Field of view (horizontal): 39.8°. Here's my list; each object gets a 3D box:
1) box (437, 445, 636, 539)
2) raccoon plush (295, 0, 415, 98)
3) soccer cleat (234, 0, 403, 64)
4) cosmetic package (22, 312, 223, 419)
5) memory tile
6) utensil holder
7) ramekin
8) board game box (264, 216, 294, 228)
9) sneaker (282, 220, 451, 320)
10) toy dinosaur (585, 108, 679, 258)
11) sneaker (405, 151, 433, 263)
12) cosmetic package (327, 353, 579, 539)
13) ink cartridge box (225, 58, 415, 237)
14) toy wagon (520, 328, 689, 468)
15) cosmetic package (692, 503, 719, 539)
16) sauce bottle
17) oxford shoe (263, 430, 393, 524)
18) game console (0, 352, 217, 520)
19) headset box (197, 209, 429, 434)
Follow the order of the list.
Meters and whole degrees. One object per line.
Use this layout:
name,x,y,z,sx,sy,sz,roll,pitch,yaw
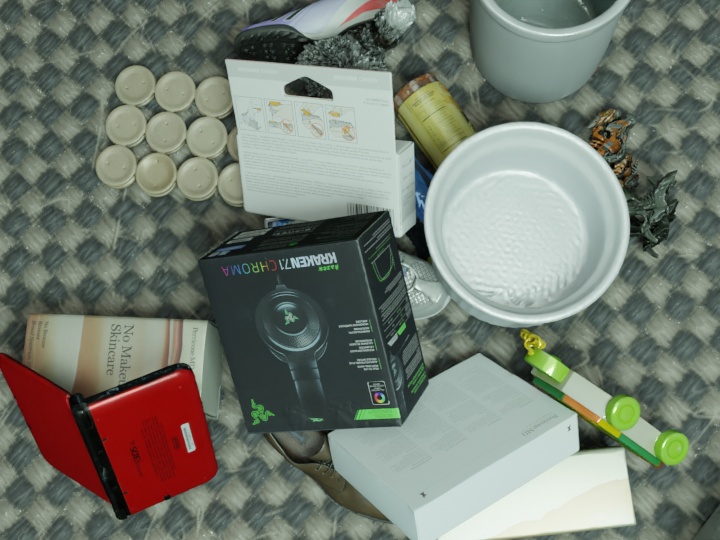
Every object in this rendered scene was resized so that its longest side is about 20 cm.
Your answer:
box,0.170,0.230,1.019,0.198,0.095,0.078,-8,80,5
raccoon plush,-0.007,-0.188,1.078,0.096,0.200,0.135,-4,76,-23
soccer cleat,-0.049,-0.283,1.159,0.198,0.068,0.074,-9,55,7
cosmetic package,-0.256,0.104,1.081,0.198,0.087,0.104,1,78,5
memory tile,-0.203,-0.157,1.164,0.198,0.017,0.155,9,80,6
utensil holder,0.197,-0.286,1.063,0.168,0.200,0.172,-1,78,4
ramekin,0.160,-0.038,1.001,0.199,0.098,0.202,0,77,0
board game box,-0.033,0.033,1.103,0.125,0.035,0.202,-8,78,2
sneaker,0.000,0.000,1.047,0.198,0.082,0.075,16,80,6
toy dinosaur,0.271,-0.074,1.086,0.135,0.102,0.202,16,99,23
sneaker,0.089,-0.053,1.096,0.078,0.066,0.201,-34,85,-27
cosmetic package,0.091,0.169,0.979,0.199,0.151,0.052,-24,119,-25
ink cartridge box,-0.040,-0.135,1.046,0.199,0.045,0.178,11,120,26
toy wagon,0.224,0.125,0.977,0.199,0.155,0.040,34,88,-21
cosmetic package,0.392,0.328,0.944,0.167,0.166,0.200,37,85,10
sauce bottle,0.112,-0.126,1.109,0.066,0.066,0.201,-33,81,-2
oxford shoe,-0.023,0.206,1.045,0.199,0.084,0.073,28,81,8
game console,-0.255,0.153,1.029,0.171,0.201,0.119,-21,50,-16
headset box,-0.041,0.059,0.968,0.173,0.093,0.202,-6,108,24
